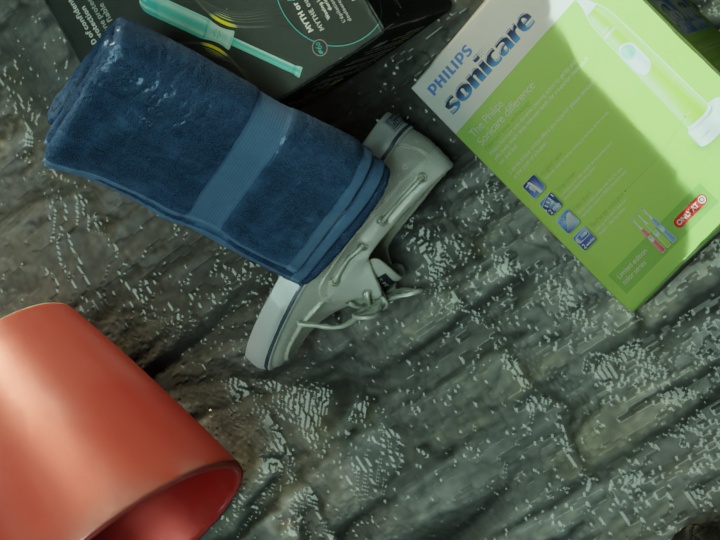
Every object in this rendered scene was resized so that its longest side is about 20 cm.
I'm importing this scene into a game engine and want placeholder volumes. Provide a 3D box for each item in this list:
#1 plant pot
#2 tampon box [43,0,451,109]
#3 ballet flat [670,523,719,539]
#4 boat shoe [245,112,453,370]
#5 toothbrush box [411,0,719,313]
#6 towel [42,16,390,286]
[{"bbox_3d":[-0.212,0.134,1.313,0.177,0.200,0.200,49,116,17],"label":"plant pot"},{"bbox_3d":[-0.074,-0.176,1.205,0.200,0.126,0.150,-29,91,27],"label":"tampon box"},{"bbox_3d":[0.254,0.254,1.193,0.066,0.057,0.200,-32,94,24],"label":"ballet flat"},{"bbox_3d":[0.002,-0.002,1.249,0.086,0.075,0.202,34,106,4],"label":"boat shoe"},{"bbox_3d":[0.157,-0.099,1.143,0.200,0.086,0.146,45,116,8],"label":"toothbrush box"},{"bbox_3d":[-0.089,-0.070,1.146,0.200,0.049,0.112,28,127,-18],"label":"towel"}]
